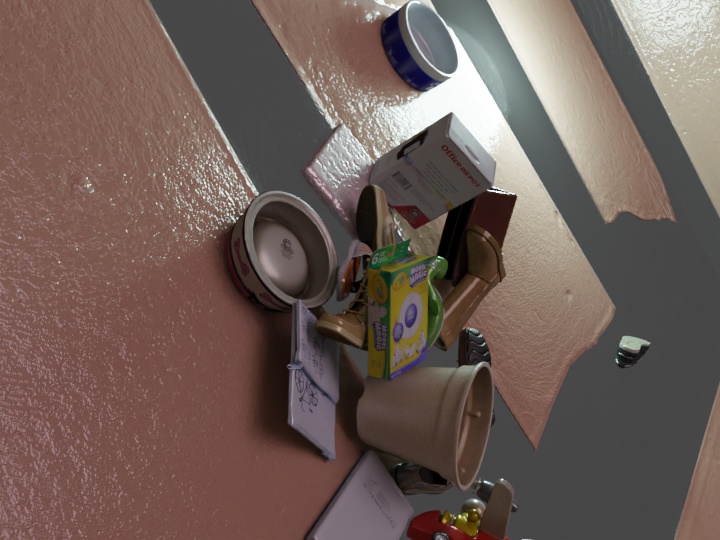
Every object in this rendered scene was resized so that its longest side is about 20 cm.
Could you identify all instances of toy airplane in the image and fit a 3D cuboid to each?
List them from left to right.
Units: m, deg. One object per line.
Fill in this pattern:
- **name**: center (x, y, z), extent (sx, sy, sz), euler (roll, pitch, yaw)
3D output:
- **toy airplane**: center (0.202, 0.437, 1.316), extent (0.199, 0.199, 0.141), euler (50, 22, -22)

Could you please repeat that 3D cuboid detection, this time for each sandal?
- **sandal**: center (-0.001, 0.008, 1.369), extent (0.207, 0.059, 0.080), euler (-68, 164, -70)

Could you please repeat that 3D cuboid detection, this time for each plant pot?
- **plant pot**: center (0.100, 0.233, 1.291), extent (0.200, 0.182, 0.202), euler (8, 90, -66)

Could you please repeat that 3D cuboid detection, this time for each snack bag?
- **snack bag**: center (-0.068, 0.172, 1.224), extent (0.189, 0.021, 0.201), euler (58, 28, -56)

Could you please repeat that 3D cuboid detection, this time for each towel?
- **towel**: center (-0.017, -0.160, 1.525), extent (0.200, 0.032, 0.191), euler (50, 39, -19)

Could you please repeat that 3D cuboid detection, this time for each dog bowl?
- **dog bowl**: center (-0.130, -0.022, 1.280), extent (0.200, 0.074, 0.201), euler (26, 51, -38)
- **dog bowl**: center (0.142, -0.527, 1.878), extent (0.200, 0.079, 0.201), euler (28, 50, -39)

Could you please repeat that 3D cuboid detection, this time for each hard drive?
- **hard drive**: center (0.004, 0.396, 1.244), extent (0.132, 0.025, 0.200), euler (57, 38, -10)

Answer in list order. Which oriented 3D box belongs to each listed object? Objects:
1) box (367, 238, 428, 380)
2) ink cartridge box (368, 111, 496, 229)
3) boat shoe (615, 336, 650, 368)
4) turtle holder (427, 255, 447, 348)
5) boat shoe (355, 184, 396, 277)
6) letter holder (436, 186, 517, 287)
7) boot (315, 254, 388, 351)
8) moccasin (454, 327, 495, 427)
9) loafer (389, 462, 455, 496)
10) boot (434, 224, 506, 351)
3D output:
- **box**: center (0.060, 0.057, 1.246), extent (0.117, 0.048, 0.201), euler (-21, 114, -52)
- **ink cartridge box**: center (0.141, -0.189, 1.538), extent (0.146, 0.199, 0.083), euler (43, 40, -24)
- **boat shoe**: center (0.749, 0.223, 2.206), extent (0.200, 0.071, 0.068), euler (-10, 114, -58)
- **turtle holder**: center (0.082, 0.064, 1.417), extent (0.132, 0.140, 0.187), euler (31, 60, -73)
- **boat shoe**: center (0.039, -0.058, 1.455), extent (0.063, 0.073, 0.202), euler (-12, 100, -31)
- **letter holder**: center (0.213, -0.075, 1.613), extent (0.142, 0.100, 0.201), euler (0, 109, -48)
- **boot**: center (0.007, 0.045, 1.266), extent (0.200, 0.072, 0.156), euler (25, 84, -61)
- **moccasin**: center (0.219, 0.214, 1.570), extent (0.073, 0.078, 0.203), euler (2, 72, -33)
- **loafer**: center (0.133, 0.353, 1.389), extent (0.199, 0.063, 0.072), euler (3, 68, -49)
- **boot**: center (0.194, 0.036, 1.527), extent (0.200, 0.066, 0.175), euler (-48, 136, -16)
